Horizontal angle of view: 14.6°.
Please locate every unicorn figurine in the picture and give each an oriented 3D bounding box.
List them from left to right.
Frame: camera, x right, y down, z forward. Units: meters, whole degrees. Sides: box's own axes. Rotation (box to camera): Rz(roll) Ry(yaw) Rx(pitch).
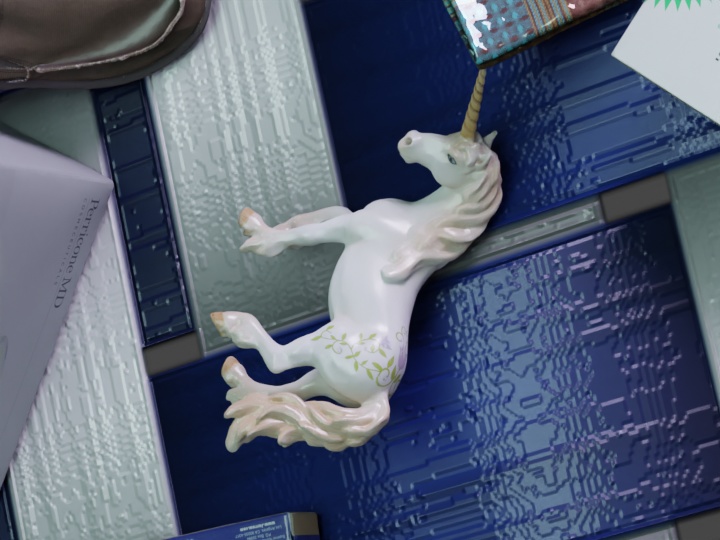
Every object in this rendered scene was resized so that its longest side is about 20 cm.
[{"bbox_3d":[0.000,0.000,1.426,0.136,0.074,0.201,4,81,22],"label":"unicorn figurine"}]

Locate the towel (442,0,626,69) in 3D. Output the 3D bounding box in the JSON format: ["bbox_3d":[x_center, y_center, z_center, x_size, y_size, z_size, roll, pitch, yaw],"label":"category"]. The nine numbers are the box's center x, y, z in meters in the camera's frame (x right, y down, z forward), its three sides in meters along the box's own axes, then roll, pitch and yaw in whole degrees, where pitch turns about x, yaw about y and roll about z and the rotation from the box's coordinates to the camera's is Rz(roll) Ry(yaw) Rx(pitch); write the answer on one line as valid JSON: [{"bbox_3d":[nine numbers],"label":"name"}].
[{"bbox_3d":[0.081,-0.216,1.396,0.146,0.022,0.201,-26,72,5],"label":"towel"}]

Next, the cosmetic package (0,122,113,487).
[{"bbox_3d":[-0.263,0.014,1.512,0.122,0.200,0.200,26,100,27],"label":"cosmetic package"}]

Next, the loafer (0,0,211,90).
[{"bbox_3d":[-0.178,-0.134,1.528,0.199,0.071,0.074,-13,80,12],"label":"loafer"}]

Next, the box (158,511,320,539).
[{"bbox_3d":[-0.065,0.236,1.472,0.121,0.032,0.201,-14,78,30],"label":"box"}]

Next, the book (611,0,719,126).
[{"bbox_3d":[0.234,-0.104,1.304,0.200,0.048,0.134,35,99,25],"label":"book"}]
